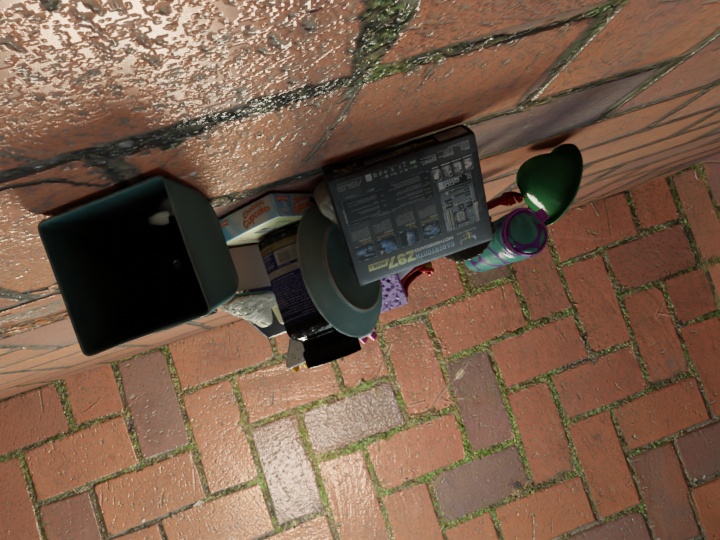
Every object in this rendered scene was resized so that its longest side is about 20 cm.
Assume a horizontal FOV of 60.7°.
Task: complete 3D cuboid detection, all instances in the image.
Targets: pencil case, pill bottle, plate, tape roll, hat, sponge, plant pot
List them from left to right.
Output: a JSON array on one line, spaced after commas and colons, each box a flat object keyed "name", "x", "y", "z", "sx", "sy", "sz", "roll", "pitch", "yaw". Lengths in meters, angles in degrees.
[{"name": "plant pot", "x": -0.222, "y": -0.011, "z": 0.696, "sx": 0.140, "sy": 0.142, "sz": 0.200, "roll": -19, "pitch": -177, "yaw": 7}, {"name": "tape roll", "x": -0.183, "y": -0.005, "z": 1.063, "sx": 0.200, "sy": 0.071, "sz": 0.202, "roll": -9, "pitch": -178, "yaw": 0}, {"name": "pill bottle", "x": -0.070, "y": 0.035, "z": 0.908, "sx": 0.111, "sy": 0.202, "sz": 0.112, "roll": -18, "pitch": 176, "yaw": -1}, {"name": "plate", "x": -0.018, "y": -0.005, "z": 0.881, "sx": 0.025, "sy": 0.202, "sz": 0.200, "roll": -21, "pitch": 175, "yaw": 31}, {"name": "sponge", "x": 0.000, "y": 0.000, "z": 1.031, "sx": 0.111, "sy": 0.201, "sz": 0.030, "roll": -20, "pitch": -143, "yaw": 7}, {"name": "pencil case", "x": 0.249, "y": -0.052, "z": 1.083, "sx": 0.092, "sy": 0.085, "sz": 0.200, "roll": -37, "pitch": -178, "yaw": -13}, {"name": "hat", "x": 0.298, "y": -0.182, "z": 1.151, "sx": 0.175, "sy": 0.167, "sz": 0.200, "roll": 16, "pitch": -164, "yaw": -13}]

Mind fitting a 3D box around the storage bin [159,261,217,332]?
[{"name": "storage bin", "x": -0.348, "y": 0.049, "z": 1.111, "sx": 0.134, "sy": 0.095, "sz": 0.200, "roll": -18, "pitch": 175, "yaw": -5}]

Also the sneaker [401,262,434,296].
[{"name": "sneaker", "x": 0.116, "y": -0.028, "z": 1.210, "sx": 0.201, "sy": 0.085, "sz": 0.077, "roll": -56, "pitch": 158, "yaw": -3}]

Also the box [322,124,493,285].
[{"name": "box", "x": 0.066, "y": -0.085, "z": 0.815, "sx": 0.198, "sy": 0.159, "sz": 0.051, "roll": -20, "pitch": -151, "yaw": -2}]

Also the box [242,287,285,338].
[{"name": "box", "x": -0.131, "y": 0.029, "z": 1.243, "sx": 0.199, "sy": 0.104, "sz": 0.149, "roll": -21, "pitch": -141, "yaw": 26}]

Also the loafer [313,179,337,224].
[{"name": "loafer", "x": 0.017, "y": -0.084, "z": 0.889, "sx": 0.070, "sy": 0.070, "sz": 0.199, "roll": -39, "pitch": 146, "yaw": 21}]

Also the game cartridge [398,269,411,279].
[{"name": "game cartridge", "x": 0.019, "y": -0.016, "z": 1.067, "sx": 0.129, "sy": 0.039, "sz": 0.200, "roll": 26, "pitch": 128, "yaw": -25}]

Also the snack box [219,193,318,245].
[{"name": "snack box", "x": -0.108, "y": -0.078, "z": 0.919, "sx": 0.116, "sy": 0.037, "sz": 0.200, "roll": -22, "pitch": 175, "yaw": 30}]

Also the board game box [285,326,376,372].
[{"name": "board game box", "x": -0.052, "y": 0.089, "z": 1.213, "sx": 0.199, "sy": 0.026, "sz": 0.201, "roll": -25, "pitch": -144, "yaw": 23}]

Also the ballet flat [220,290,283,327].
[{"name": "ballet flat", "x": -0.140, "y": 0.057, "z": 0.999, "sx": 0.199, "sy": 0.072, "sz": 0.071, "roll": -9, "pitch": 170, "yaw": -46}]

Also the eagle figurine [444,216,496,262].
[{"name": "eagle figurine", "x": 0.137, "y": -0.101, "z": 1.077, "sx": 0.150, "sy": 0.152, "sz": 0.200, "roll": 14, "pitch": -177, "yaw": -9}]
